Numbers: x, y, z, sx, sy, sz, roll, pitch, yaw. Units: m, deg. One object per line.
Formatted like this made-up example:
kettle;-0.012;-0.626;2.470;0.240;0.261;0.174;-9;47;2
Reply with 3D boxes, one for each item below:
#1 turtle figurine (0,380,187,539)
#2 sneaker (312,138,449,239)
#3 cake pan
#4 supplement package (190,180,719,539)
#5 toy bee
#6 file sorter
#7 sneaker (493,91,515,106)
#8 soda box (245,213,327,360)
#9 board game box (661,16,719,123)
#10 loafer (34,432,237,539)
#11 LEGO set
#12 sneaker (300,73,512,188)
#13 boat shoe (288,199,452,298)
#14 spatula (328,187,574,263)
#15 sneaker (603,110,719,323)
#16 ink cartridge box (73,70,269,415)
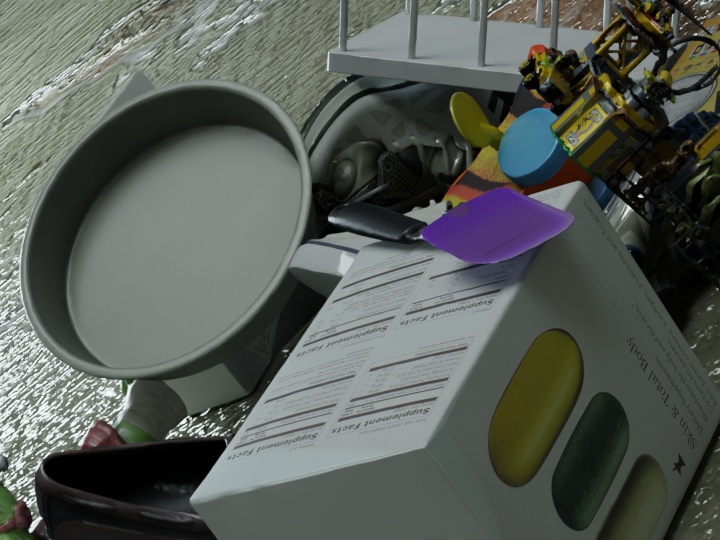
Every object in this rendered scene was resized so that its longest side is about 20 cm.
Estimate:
turtle figurine;-0.202;0.142;1.489;0.200;0.144;0.194;-1;36;49
sneaker;0.000;0.000;1.467;0.076;0.114;0.200;-19;28;40
cake pan;-0.111;-0.020;1.485;0.200;0.037;0.201;-14;58;23
supplement package;0.053;0.088;1.205;0.151;0.152;0.200;-17;27;40
toy bee;0.116;-0.077;1.469;0.200;0.131;0.109;-29;40;0
file sorter;0.097;-0.188;1.574;0.200;0.125;0.139;7;18;19
sneaker;0.031;-0.088;1.744;0.200;0.075;0.087;-24;10;20
soda box;-0.030;-0.028;1.619;0.064;0.068;0.200;26;40;15
board game box;0.265;-0.120;1.488;0.200;0.035;0.136;-11;32;47
loafer;-0.084;0.122;1.374;0.200;0.063;0.072;-7;45;7
LEGO set;0.192;-0.074;1.281;0.116;0.200;0.154;-45;9;15
sneaker;0.042;-0.075;1.581;0.115;0.076;0.200;29;37;21
boat shoe;0.047;-0.007;1.350;0.200;0.072;0.066;4;66;46
spatula;0.032;-0.023;1.228;0.056;0.021;0.200;-29;14;-23
sneaker;0.149;-0.017;1.393;0.085;0.077;0.200;-16;28;50
ink cartridge box;-0.131;-0.018;1.636;0.067;0.200;0.117;-20;26;34
